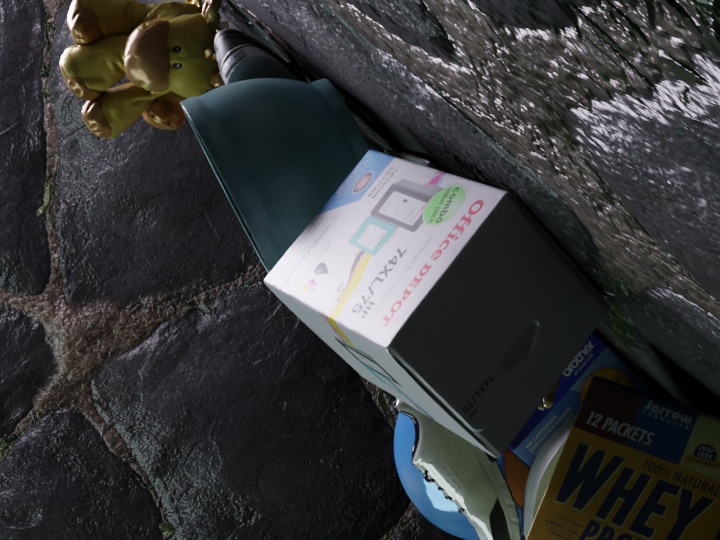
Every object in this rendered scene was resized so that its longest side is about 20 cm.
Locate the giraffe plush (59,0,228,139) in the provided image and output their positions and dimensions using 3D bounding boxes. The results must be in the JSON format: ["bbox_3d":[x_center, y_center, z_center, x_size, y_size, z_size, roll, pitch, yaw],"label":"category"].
[{"bbox_3d":[-0.201,-0.221,1.313,0.162,0.199,0.174,31,145,60],"label":"giraffe plush"}]

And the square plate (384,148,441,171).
[{"bbox_3d":[0.104,-0.032,1.152,0.200,0.028,0.198,43,179,-13],"label":"square plate"}]

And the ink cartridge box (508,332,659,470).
[{"bbox_3d":[0.209,0.141,1.200,0.200,0.137,0.076,43,178,-10],"label":"ink cartridge box"}]

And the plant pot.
[{"bbox_3d":[-0.062,-0.096,1.162,0.201,0.133,0.200,61,174,10],"label":"plant pot"}]

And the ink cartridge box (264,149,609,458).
[{"bbox_3d":[0.055,0.019,0.974,0.146,0.147,0.200,45,169,-32],"label":"ink cartridge box"}]

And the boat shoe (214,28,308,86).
[{"bbox_3d":[-0.077,-0.177,1.264,0.200,0.071,0.064,43,-167,-52],"label":"boat shoe"}]

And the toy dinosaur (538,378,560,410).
[{"bbox_3d":[0.113,0.049,1.129,0.058,0.101,0.201,-12,-120,-45],"label":"toy dinosaur"}]

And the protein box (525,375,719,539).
[{"bbox_3d":[0.234,0.222,0.998,0.134,0.200,0.200,17,166,32],"label":"protein box"}]

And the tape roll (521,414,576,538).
[{"bbox_3d":[0.249,0.221,1.158,0.203,0.203,0.037,42,180,-10],"label":"tape roll"}]

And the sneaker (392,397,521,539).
[{"bbox_3d":[0.092,0.192,1.190,0.074,0.079,0.201,113,135,-78],"label":"sneaker"}]

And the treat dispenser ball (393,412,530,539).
[{"bbox_3d":[0.134,0.185,1.330,0.201,0.201,0.201,42,179,1],"label":"treat dispenser ball"}]
